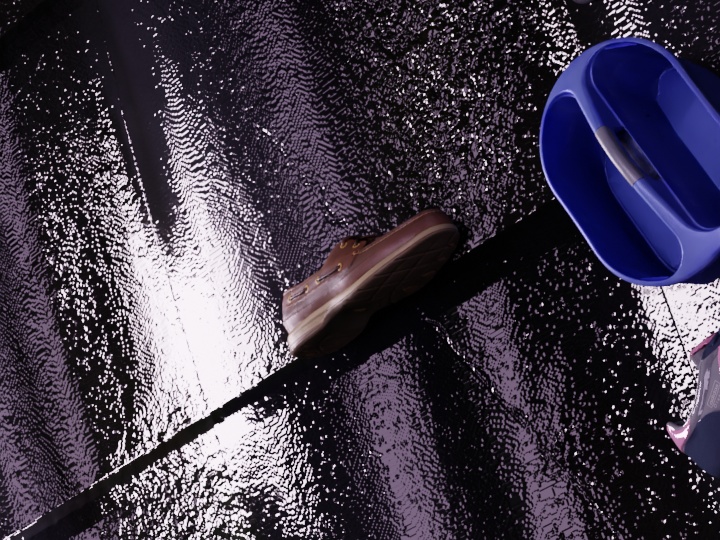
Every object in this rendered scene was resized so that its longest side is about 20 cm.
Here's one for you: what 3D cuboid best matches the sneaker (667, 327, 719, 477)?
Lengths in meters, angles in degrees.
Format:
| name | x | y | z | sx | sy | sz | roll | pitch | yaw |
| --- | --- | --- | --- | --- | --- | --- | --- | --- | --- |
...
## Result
| name | x | y | z | sx | sy | sz | roll | pitch | yaw |
| --- | --- | --- | --- | --- | --- | --- | --- | --- | --- |
| sneaker | 0.277 | 0.050 | 1.391 | 0.082 | 0.070 | 0.200 | 28 | 102 | 36 |

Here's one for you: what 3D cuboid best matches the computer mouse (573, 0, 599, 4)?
| name | x | y | z | sx | sy | sz | roll | pitch | yaw |
| --- | --- | --- | --- | --- | --- | --- | --- | --- | --- |
| computer mouse | 0.216 | -0.286 | 1.488 | 0.200 | 0.053 | 0.139 | -63 | 33 | 36 |

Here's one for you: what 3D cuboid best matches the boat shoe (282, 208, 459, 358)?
| name | x | y | z | sx | sy | sz | roll | pitch | yaw |
| --- | --- | --- | --- | --- | --- | --- | --- | --- | --- |
| boat shoe | 0.000 | 0.000 | 1.658 | 0.200 | 0.072 | 0.068 | -39 | 63 | 35 |

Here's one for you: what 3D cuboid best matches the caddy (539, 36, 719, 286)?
| name | x | y | z | sx | sy | sz | roll | pitch | yaw |
| --- | --- | --- | --- | --- | --- | --- | --- | --- | --- |
| caddy | 0.217 | -0.079 | 1.446 | 0.141 | 0.105 | 0.200 | -50 | 56 | 28 |
